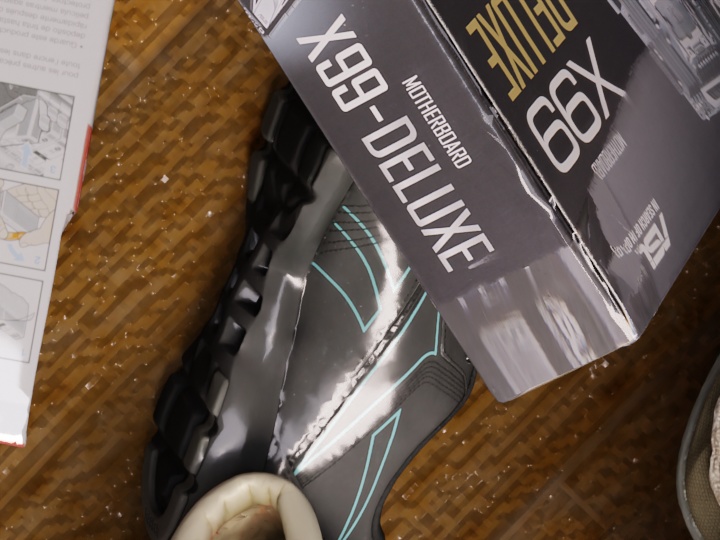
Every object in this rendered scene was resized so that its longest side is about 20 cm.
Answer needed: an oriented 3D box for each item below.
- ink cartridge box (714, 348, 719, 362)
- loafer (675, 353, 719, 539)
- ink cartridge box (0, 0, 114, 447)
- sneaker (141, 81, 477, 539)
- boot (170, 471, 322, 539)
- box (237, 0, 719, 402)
[{"bbox_3d":[0.208,-0.014,0.851,0.200,0.147,0.083,-40,81,-2],"label":"ink cartridge box"},{"bbox_3d":[0.157,0.000,0.744,0.075,0.070,0.200,41,88,8],"label":"loafer"},{"bbox_3d":[-0.131,-0.055,0.832,0.109,0.050,0.201,11,82,-9],"label":"ink cartridge box"},{"bbox_3d":[0.000,0.000,0.875,0.079,0.075,0.200,18,103,-19],"label":"sneaker"},{"bbox_3d":[-0.047,0.153,0.801,0.075,0.107,0.200,7,52,13],"label":"boot"},{"bbox_3d":[0.045,-0.078,0.804,0.050,0.200,0.158,-27,101,30],"label":"box"}]
